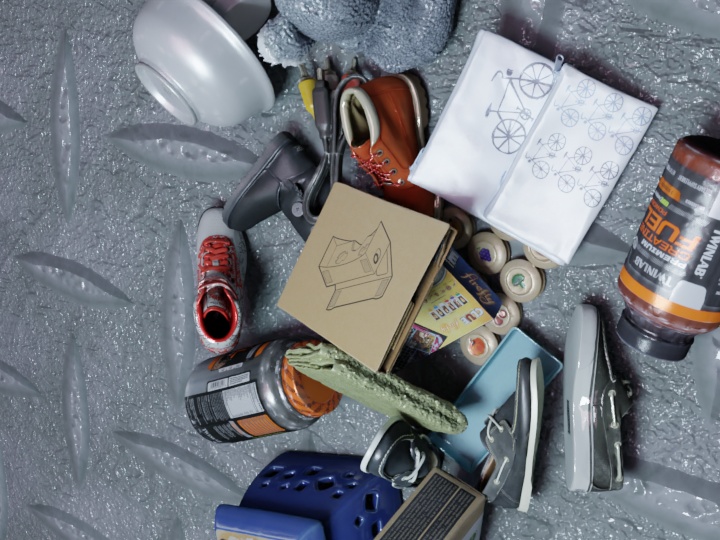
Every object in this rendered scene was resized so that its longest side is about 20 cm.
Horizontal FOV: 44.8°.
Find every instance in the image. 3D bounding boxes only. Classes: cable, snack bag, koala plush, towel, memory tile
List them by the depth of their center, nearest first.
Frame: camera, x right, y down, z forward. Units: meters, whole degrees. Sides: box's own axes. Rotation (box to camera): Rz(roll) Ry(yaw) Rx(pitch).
[{"bbox_3d":[0.168,-0.128,0.895,0.200,0.021,0.189,30,115,9],"label":"snack bag"},{"bbox_3d":[-0.012,-0.287,0.902,0.184,0.200,0.177,51,125,13],"label":"koala plush"},{"bbox_3d":[0.132,0.000,0.994,0.153,0.017,0.200,41,123,20],"label":"memory tile"},{"bbox_3d":[0.017,0.133,1.004,0.200,0.037,0.148,30,166,-18],"label":"towel"},{"bbox_3d":[-0.026,-0.154,1.033,0.097,0.050,0.200,-2,94,20],"label":"cable"}]

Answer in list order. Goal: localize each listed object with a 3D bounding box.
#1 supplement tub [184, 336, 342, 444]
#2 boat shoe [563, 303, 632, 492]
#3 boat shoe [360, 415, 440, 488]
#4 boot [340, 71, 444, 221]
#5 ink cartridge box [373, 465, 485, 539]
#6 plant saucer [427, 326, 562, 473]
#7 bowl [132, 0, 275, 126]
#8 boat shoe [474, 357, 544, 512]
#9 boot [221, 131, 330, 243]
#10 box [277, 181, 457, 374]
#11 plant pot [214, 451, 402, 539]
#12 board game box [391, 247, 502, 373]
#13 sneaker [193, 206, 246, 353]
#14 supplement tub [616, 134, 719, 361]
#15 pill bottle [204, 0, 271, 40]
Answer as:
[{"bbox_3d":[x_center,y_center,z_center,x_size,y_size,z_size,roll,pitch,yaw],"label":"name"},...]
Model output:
[{"bbox_3d":[-0.127,0.158,1.154,0.200,0.122,0.123,-18,92,36],"label":"supplement tub"},{"bbox_3d":[0.251,0.134,0.923,0.064,0.071,0.200,0,96,2],"label":"boat shoe"},{"bbox_3d":[0.054,0.215,1.012,0.060,0.200,0.076,32,91,19],"label":"boat shoe"},{"bbox_3d":[0.030,-0.116,0.976,0.075,0.107,0.200,-6,101,41],"label":"boot"},{"bbox_3d":[0.067,0.354,1.010,0.075,0.165,0.200,26,137,28],"label":"ink cartridge box"},{"bbox_3d":[0.154,0.151,1.013,0.070,0.019,0.200,39,124,11],"label":"plant saucer"},{"bbox_3d":[-0.205,-0.240,1.051,0.201,0.201,0.090,36,76,22],"label":"bowl"},{"bbox_3d":[0.165,0.182,0.965,0.067,0.072,0.200,10,120,12],"label":"boat shoe"},{"bbox_3d":[-0.070,-0.049,1.100,0.200,0.066,0.165,46,126,11],"label":"boot"},{"bbox_3d":[0.000,0.000,0.937,0.200,0.021,0.164,28,93,50],"label":"box"},{"bbox_3d":[-0.068,0.365,1.134,0.200,0.180,0.200,-2,102,36],"label":"plant pot"},{"bbox_3d":[0.046,0.039,1.006,0.136,0.035,0.200,46,133,-10],"label":"board game box"},{"bbox_3d":[-0.182,0.006,1.135,0.067,0.108,0.202,0,81,-7],"label":"sneaker"},{"bbox_3d":[0.307,-0.016,0.809,0.107,0.107,0.200,28,117,26],"label":"supplement tub"},{"bbox_3d":[-0.200,-0.375,1.068,0.200,0.109,0.109,52,125,13],"label":"pill bottle"}]
